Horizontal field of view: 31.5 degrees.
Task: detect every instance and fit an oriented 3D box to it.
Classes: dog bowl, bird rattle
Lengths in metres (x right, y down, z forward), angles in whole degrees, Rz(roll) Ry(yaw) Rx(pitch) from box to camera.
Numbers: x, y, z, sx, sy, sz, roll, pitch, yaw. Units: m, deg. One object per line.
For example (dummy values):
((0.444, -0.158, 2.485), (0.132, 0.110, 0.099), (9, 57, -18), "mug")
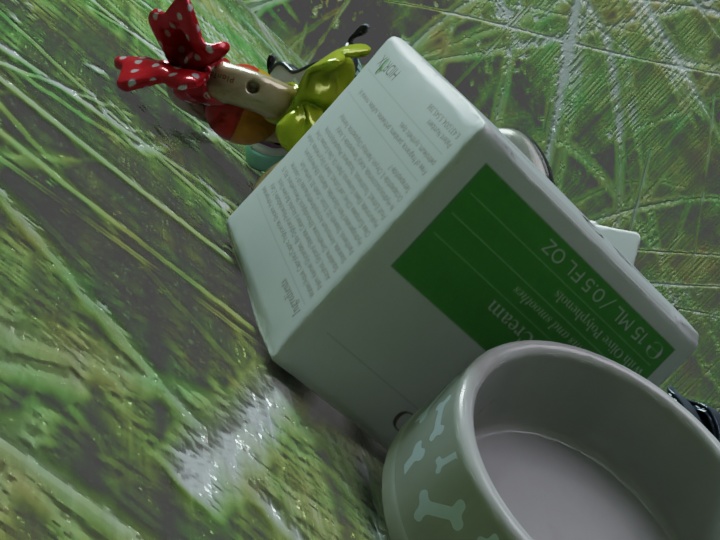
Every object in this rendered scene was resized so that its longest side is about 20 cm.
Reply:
((0.110, 0.116, 0.609), (0.197, 0.059, 0.202), (20, 36, -15), "dog bowl")
((-0.096, -0.130, 1.000), (0.197, 0.115, 0.163), (9, -9, -11), "bird rattle")

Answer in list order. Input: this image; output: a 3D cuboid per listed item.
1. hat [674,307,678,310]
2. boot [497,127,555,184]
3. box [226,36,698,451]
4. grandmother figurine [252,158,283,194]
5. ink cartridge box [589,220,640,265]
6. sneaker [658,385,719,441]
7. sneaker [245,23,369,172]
((0.257, 0.122, 1.184), (0.165, 0.176, 0.200), (36, 11, -43), "hat")
((0.111, -0.047, 1.061), (0.130, 0.067, 0.203), (30, 51, -53), "boot")
((0.051, 0.005, 0.771), (0.199, 0.171, 0.200), (40, 10, -25), "box")
((0.000, 0.000, 0.968), (0.200, 0.060, 0.122), (44, 35, -24), "grandmother figurine")
((0.154, 0.009, 1.161), (0.197, 0.118, 0.067), (13, -9, 28), "ink cartridge box")
((0.242, 0.129, 0.969), (0.200, 0.078, 0.079), (55, 20, -54), "sneaker")
((0.004, -0.140, 1.101), (0.197, 0.142, 0.078), (12, 7, 3), "sneaker")
